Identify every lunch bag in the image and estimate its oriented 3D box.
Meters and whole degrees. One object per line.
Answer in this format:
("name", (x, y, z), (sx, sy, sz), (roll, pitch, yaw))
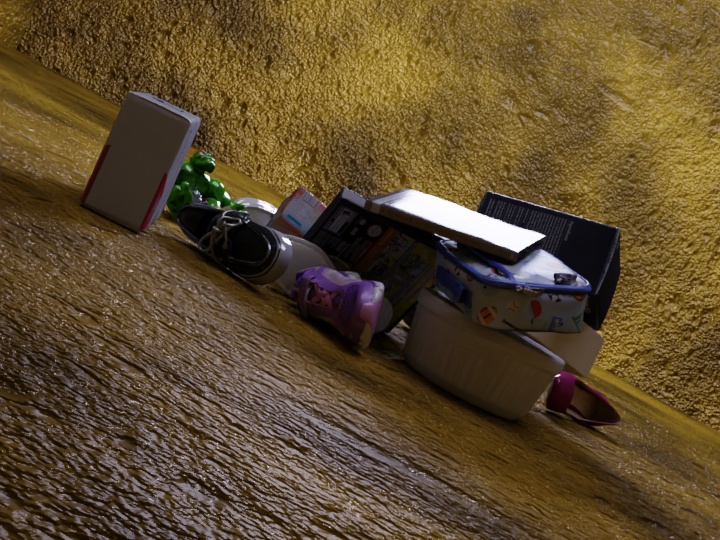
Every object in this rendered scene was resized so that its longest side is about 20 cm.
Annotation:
("lunch bag", (0.174, 0.016, 1.397), (0.159, 0.076, 0.200), (6, 14, -19))

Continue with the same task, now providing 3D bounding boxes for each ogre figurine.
("ogre figurine", (-0.243, -0.113, 1.687), (0.199, 0.099, 0.120), (7, 33, -32))

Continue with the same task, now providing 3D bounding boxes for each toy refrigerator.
("toy refrigerator", (0.246, 0.069, 1.593), (0.200, 0.070, 0.076), (35, -11, -39))

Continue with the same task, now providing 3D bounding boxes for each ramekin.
("ramekin", (0.146, 0.107, 1.449), (0.201, 0.095, 0.202), (27, 4, -2))

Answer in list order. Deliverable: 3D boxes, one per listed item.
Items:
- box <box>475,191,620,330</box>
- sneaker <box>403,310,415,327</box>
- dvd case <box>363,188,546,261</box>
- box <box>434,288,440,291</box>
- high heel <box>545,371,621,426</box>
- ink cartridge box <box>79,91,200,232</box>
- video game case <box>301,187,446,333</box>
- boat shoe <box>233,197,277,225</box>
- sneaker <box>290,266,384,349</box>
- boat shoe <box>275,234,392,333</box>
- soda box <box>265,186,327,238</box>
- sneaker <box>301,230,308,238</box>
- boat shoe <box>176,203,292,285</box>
("box", (0.258, -0.012, 1.638), (0.199, 0.105, 0.148), (18, -18, 20))
("sneaker", (0.120, 0.080, 1.767), (0.075, 0.071, 0.200), (28, 5, -9))
("dvd case", (0.120, -0.060, 1.445), (0.199, 0.016, 0.149), (20, 16, 18))
("box", (0.181, 0.088, 1.741), (0.201, 0.048, 0.122), (55, 4, 11))
("high heel", (0.337, 0.194, 1.744), (0.096, 0.068, 0.200), (18, -3, 22))
("ink cartridge box", (-0.265, -0.137, 1.428), (0.083, 0.146, 0.200), (24, 5, -7))
("video game case", (0.009, -0.009, 1.538), (0.180, 0.200, 0.026), (27, 48, -15))
("boat shoe", (-0.127, -0.056, 1.829), (0.199, 0.071, 0.069), (25, 3, -46))
("sneaker", (-0.033, 0.035, 1.362), (0.088, 0.081, 0.200), (19, 2, -16))
("boat shoe", (-0.049, 0.014, 1.506), (0.201, 0.072, 0.060), (33, 4, -23))
("soda box", (-0.041, -0.031, 1.714), (0.200, 0.064, 0.068), (40, -29, -10))
("sneaker", (0.000, 0.000, 1.646), (0.199, 0.081, 0.074), (22, -12, -15))
("boat shoe", (-0.160, -0.041, 1.424), (0.068, 0.074, 0.199), (29, 2, -41))
